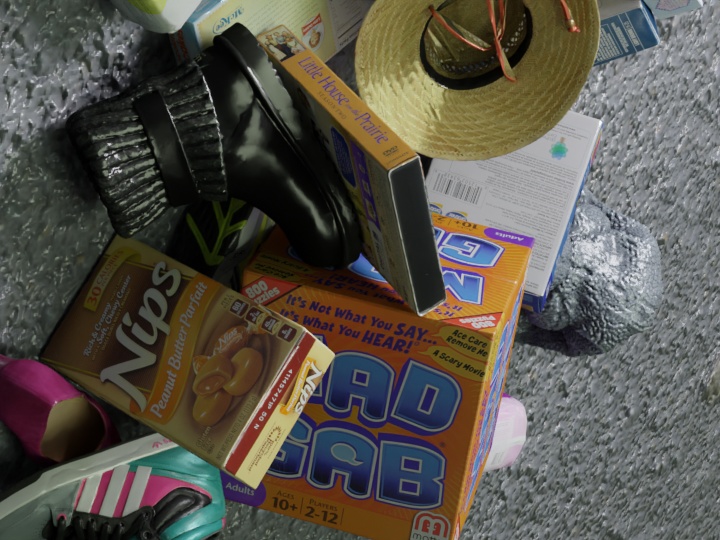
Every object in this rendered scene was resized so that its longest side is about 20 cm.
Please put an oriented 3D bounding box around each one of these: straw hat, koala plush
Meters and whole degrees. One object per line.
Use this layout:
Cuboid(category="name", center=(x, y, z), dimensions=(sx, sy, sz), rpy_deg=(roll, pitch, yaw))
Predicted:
Cuboid(category="straw hat", center=(0.089, -0.192, 1.508), dimensions=(0.199, 0.085, 0.203), rpy_deg=(-3, 126, -4))
Cuboid(category="koala plush", center=(0.169, -0.015, 1.801), dimensions=(0.199, 0.183, 0.179), rpy_deg=(26, 89, -43))

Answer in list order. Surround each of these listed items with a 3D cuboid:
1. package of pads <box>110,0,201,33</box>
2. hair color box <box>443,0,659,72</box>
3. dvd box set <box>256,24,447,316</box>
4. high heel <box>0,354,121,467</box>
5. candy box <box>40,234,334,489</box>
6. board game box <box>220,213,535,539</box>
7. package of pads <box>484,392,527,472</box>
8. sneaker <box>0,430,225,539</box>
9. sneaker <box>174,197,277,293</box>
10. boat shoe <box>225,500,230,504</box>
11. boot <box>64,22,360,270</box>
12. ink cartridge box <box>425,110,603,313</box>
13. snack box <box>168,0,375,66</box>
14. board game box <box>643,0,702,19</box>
Cuboid(category="package of pads", center=(-0.126, -0.283, 1.321), dimensions=(0.201, 0.068, 0.155), rpy_deg=(-54, 143, -14))
Cuboid(category="hair color box", center=(0.139, -0.209, 1.588), dimensions=(0.061, 0.198, 0.101), rpy_deg=(49, 29, -53))
Cuboid(category="dvd box set", center=(-0.008, -0.076, 1.422), dimensions=(0.029, 0.200, 0.147), rpy_deg=(-28, 135, -15))
Cuboid(category="high heel", center=(-0.215, 0.122, 1.424), dimensions=(0.068, 0.096, 0.200), rpy_deg=(-59, 145, -7))
Cuboid(category="candy box", center=(-0.129, 0.064, 1.410), dimensions=(0.116, 0.199, 0.055), rpy_deg=(-58, 146, -9))
Cuboid(category="board game box", center=(0.013, 0.075, 1.542), dimensions=(0.200, 0.198, 0.202), rpy_deg=(-57, 159, -64))
Cuboid(category="package of pads", center=(0.052, 0.145, 1.769), dimensions=(0.199, 0.120, 0.076), rpy_deg=(-6, 115, -51))
Cuboid(category="sneaker", center=(-0.187, 0.204, 1.449), dimensions=(0.198, 0.122, 0.084), rpy_deg=(-19, 160, -18))
Cuboid(category="sneaker", center=(-0.121, 0.022, 1.507), dimensions=(0.201, 0.075, 0.076), rpy_deg=(-58, 144, -8))
Cuboid(category="boat shoe", center=(-0.143, 0.177, 1.583), dimensions=(0.199, 0.072, 0.065), rpy_deg=(-27, 149, -47))
Cuboid(category="boot", center=(-0.108, -0.059, 1.405), dimensions=(0.157, 0.079, 0.212), rpy_deg=(-35, 108, -13))
Cuboid(category="ink cartridge box", center=(0.118, -0.051, 1.683), dimensions=(0.076, 0.135, 0.202), rpy_deg=(72, 38, -75))
Cuboid(category="snack box", center=(-0.061, -0.201, 1.481), dimensions=(0.200, 0.037, 0.117), rpy_deg=(-43, 139, -29))
Cuboid(category="board game box", center=(0.208, -0.323, 1.489), dimensions=(0.199, 0.041, 0.202), rpy_deg=(27, 53, -63))
